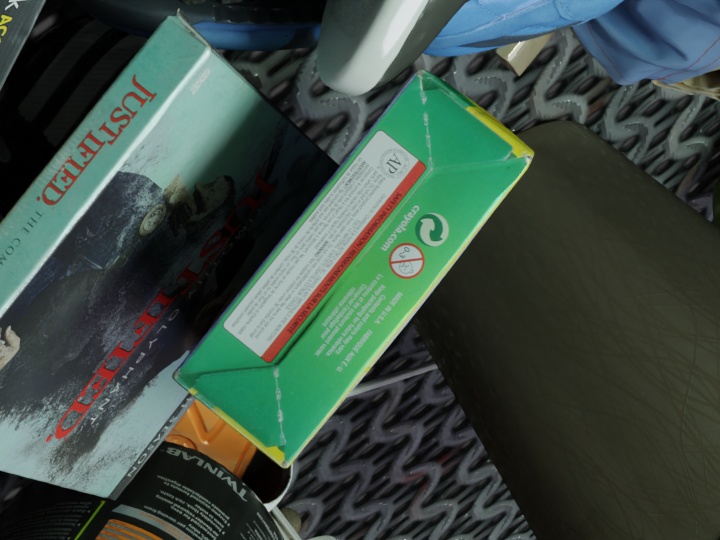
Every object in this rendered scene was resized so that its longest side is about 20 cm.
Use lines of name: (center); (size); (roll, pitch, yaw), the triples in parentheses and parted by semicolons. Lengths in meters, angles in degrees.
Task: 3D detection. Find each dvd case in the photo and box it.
dvd case: (-0.070, 0.004, 0.807); (0.146, 0.022, 0.200); (-51, 165, -1)

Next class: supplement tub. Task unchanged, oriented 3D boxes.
supplement tub: (-0.099, 0.145, 0.897); (0.123, 0.123, 0.200); (-48, -178, 19)

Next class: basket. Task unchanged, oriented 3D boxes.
basket: (0.115, 0.044, 1.070); (0.180, 0.200, 0.136); (-35, 154, -13)

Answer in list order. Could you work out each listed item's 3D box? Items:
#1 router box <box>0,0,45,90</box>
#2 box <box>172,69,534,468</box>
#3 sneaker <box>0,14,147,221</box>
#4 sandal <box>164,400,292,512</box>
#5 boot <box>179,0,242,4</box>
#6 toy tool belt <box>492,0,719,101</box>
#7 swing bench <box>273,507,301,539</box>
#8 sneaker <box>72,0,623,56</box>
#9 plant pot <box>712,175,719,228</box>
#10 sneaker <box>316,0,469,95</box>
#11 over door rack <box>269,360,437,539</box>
router box: (-0.174, -0.043, 0.695); (0.149, 0.051, 0.200); (-12, 143, -48)
box: (0.000, 0.000, 0.810); (0.117, 0.048, 0.200); (-51, 177, -1)
sneaker: (-0.108, 0.009, 0.855); (0.200, 0.076, 0.116); (-46, 158, 13)
sandal: (-0.058, 0.062, 1.002); (0.079, 0.059, 0.207); (20, 117, -27)
boot: (0.015, -0.174, 0.707); (0.211, 0.079, 0.158); (-29, 154, -21)
toy tool belt: (0.118, -0.126, 0.875); (0.123, 0.125, 0.200); (-26, 170, -18)
swing bench: (-0.040, 0.262, 1.223); (0.130, 0.199, 0.200); (-26, 153, -27)
sneaker: (0.000, -0.091, 0.805); (0.200, 0.066, 0.078); (-9, 156, -19)
plant pot: (0.265, -0.055, 1.171); (0.200, 0.200, 0.190); (-13, 158, -45)
sneaker: (0.069, -0.116, 0.750); (0.200, 0.099, 0.071); (-59, -159, -15)
over door rack: (0.025, 0.111, 1.121); (0.200, 0.148, 0.067); (-23, 150, -32)
